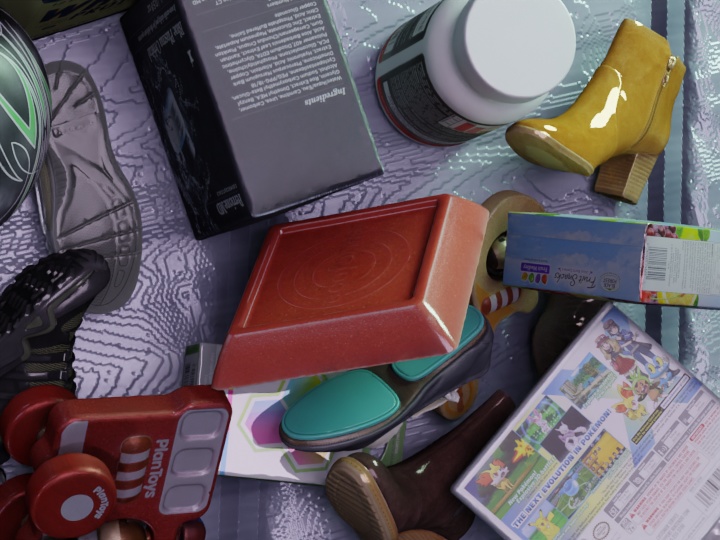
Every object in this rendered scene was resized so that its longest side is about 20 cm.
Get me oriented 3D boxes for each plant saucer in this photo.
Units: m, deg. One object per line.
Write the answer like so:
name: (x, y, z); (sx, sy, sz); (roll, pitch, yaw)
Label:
plant saucer: (-0.010, 0.007, 1.596); (0.199, 0.200, 0.037); (-10, 121, 19)

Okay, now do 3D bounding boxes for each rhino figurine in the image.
rhino figurine: (0.190, 0.054, 1.762); (0.087, 0.060, 0.201); (17, 81, -20)

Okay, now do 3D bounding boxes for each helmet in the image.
helmet: (-0.325, -0.116, 1.539); (0.190, 0.200, 0.201); (35, 76, -10)

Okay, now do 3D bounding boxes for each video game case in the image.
video game case: (0.202, 0.158, 1.634); (0.182, 0.022, 0.200); (41, 81, -1)

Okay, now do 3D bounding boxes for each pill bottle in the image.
pill bottle: (0.094, -0.170, 1.676); (0.115, 0.200, 0.117); (1, 85, -18)

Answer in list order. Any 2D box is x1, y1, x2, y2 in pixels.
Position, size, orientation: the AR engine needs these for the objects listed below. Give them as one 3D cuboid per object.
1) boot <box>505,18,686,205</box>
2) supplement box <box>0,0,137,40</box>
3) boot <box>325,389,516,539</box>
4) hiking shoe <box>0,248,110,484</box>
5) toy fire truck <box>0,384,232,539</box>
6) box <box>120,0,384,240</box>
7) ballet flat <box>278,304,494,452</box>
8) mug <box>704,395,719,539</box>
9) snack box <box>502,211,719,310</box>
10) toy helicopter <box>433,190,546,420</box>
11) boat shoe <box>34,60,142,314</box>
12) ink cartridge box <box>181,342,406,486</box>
boot: (0.203, -0.149, 1.747); (0.201, 0.071, 0.145); (21, 85, -50)
supplement box: (-0.230, -0.301, 1.583); (0.134, 0.200, 0.201); (-21, 92, -18)
boot: (0.057, 0.154, 1.656); (0.072, 0.200, 0.166); (34, 73, 30)
hiking shoe: (-0.251, 0.072, 1.601); (0.101, 0.076, 0.200); (38, 101, -28)
toy fire truck: (-0.190, 0.179, 1.576); (0.167, 0.112, 0.201); (-1, 122, -24)
box: (-0.090, -0.141, 1.616); (0.117, 0.197, 0.201); (-20, 92, -18)
ballet flat: (0.026, 0.102, 1.637); (0.199, 0.073, 0.073); (-32, 95, -19)
mug: (0.303, 0.201, 1.753); (0.199, 0.147, 0.176); (-12, 93, -49)
snack box: (0.243, -0.005, 1.648); (0.199, 0.168, 0.068); (3, 93, -35)
toy helicopter: (0.098, 0.029, 1.712); (0.132, 0.079, 0.201); (11, 101, -48)
boat shoe: (-0.226, -0.066, 1.641); (0.074, 0.065, 0.203); (-17, 94, -20)
ink cartridge box: (-0.048, 0.123, 1.678); (0.199, 0.059, 0.104); (8, 83, -17)
